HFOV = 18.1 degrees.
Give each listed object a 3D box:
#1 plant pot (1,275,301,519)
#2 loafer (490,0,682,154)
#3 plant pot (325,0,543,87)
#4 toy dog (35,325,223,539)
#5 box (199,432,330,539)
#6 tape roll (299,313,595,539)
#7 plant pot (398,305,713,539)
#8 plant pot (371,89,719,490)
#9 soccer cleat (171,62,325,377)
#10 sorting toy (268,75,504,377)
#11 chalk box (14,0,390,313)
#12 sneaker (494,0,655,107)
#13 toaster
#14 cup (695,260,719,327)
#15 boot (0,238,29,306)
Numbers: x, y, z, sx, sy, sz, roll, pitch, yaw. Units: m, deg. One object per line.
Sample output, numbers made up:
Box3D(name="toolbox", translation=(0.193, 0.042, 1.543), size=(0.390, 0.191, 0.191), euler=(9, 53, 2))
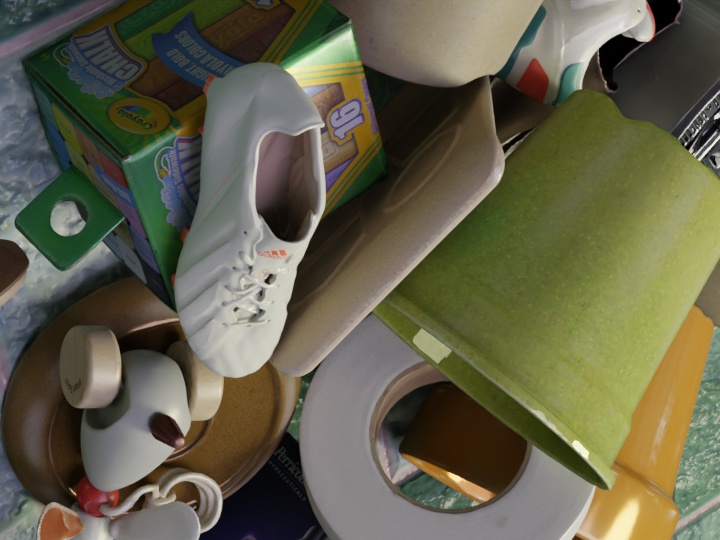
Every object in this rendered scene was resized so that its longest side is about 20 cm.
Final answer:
Box3D(name="plant pot", translation=(-0.126, 0.090, 1.425), size=(0.199, 0.028, 0.201), euler=(-12, 127, -17))
Box3D(name="loafer", translation=(0.130, -0.138, 1.469), size=(0.200, 0.071, 0.073), euler=(-44, 138, -4))
Box3D(name="plant pot", translation=(0.052, -0.214, 1.275), size=(0.199, 0.201, 0.184), euler=(-9, 137, -36))
Box3D(name="toy dog", translation=(-0.138, 0.127, 1.366), size=(0.131, 0.096, 0.201), euler=(-14, 128, -16))
Box3D(name="box", translation=(-0.073, 0.234, 1.523), size=(0.200, 0.148, 0.105), euler=(-38, 137, -13))
Box3D(name="tape roll", translation=(0.059, 0.114, 1.470), size=(0.202, 0.203, 0.037), euler=(-35, 161, -14))
Box3D(name="plant pot", translation=(0.155, 0.092, 1.593), size=(0.200, 0.199, 0.184), euler=(35, 79, -48))
Box3D(name="plant pot", translation=(0.127, -0.001, 1.370), size=(0.185, 0.200, 0.200), euler=(-51, 139, -4))
Box3D(name="soccer cleat", translation=(-0.057, -0.016, 1.212), size=(0.069, 0.078, 0.201), euler=(-17, 131, -30))
Box3D(name="sorting toy", translation=(0.017, -0.038, 1.339), size=(0.036, 0.200, 0.185), euler=(39, 107, -18))
Box3D(name="chalk box", translation=(-0.104, -0.074, 1.279), size=(0.199, 0.124, 0.124), euler=(-33, 137, -18))
Box3D(name="sneaker", translation=(0.155, -0.192, 1.412), size=(0.093, 0.070, 0.201), euler=(30, 96, -4))
Box3D(name="toaster", translation=(0.224, -0.116, 1.521), size=(0.200, 0.129, 0.114), euler=(-48, 139, 1))
Box3D(name="cup", translation=(0.288, -0.033, 1.618), size=(0.142, 0.201, 0.201), euler=(-7, 129, -4))
Box3D(name="boot", translation=(-0.283, 0.069, 1.288), size=(0.199, 0.070, 0.147), euler=(-18, 137, -28))
